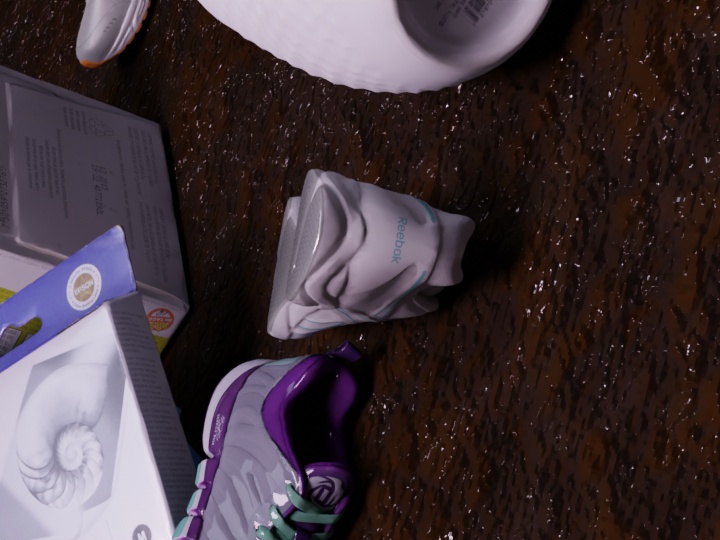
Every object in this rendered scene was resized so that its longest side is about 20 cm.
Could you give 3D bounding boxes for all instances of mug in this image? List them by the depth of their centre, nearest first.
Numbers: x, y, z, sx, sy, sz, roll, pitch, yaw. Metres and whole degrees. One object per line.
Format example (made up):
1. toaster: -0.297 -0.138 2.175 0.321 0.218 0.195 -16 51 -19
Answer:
1. mug: 0.027 -0.175 0.781 0.200 0.148 0.175 -42 35 -8

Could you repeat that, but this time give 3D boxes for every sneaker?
1. sneaker: -0.045 0.129 0.789 0.087 0.074 0.202 -24 52 50
2. sneaker: 0.000 0.000 0.791 0.200 0.079 0.071 160 117 -81
3. sneaker: -0.201 -0.257 1.298 0.075 0.091 0.202 -5 70 62

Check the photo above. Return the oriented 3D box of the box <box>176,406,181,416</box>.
1. box: -0.179 0.164 1.010 0.049 0.082 0.202 16 89 64

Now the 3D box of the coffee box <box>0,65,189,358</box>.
1. coffee box: -0.251 0.002 1.117 0.199 0.198 0.201 -56 31 30

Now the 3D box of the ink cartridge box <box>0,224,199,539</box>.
1. ink cartridge box: -0.185 0.103 0.925 0.199 0.040 0.202 -32 65 24

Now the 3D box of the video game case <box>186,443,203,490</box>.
1. video game case: -0.153 0.172 0.925 0.143 0.018 0.201 41 103 31
